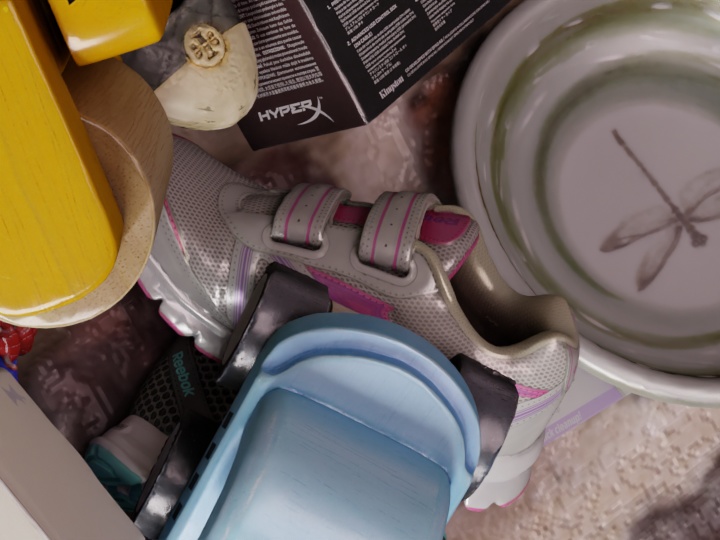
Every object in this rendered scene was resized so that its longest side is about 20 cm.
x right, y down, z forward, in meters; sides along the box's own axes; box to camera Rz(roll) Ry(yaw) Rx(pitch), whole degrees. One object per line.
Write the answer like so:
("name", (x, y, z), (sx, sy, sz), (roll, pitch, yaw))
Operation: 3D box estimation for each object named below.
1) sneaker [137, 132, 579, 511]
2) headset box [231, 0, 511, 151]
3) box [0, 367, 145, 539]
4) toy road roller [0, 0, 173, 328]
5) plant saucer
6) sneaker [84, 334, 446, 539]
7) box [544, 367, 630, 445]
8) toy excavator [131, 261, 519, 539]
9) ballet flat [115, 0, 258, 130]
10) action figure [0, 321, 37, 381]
("sneaker", (0.000, 0.000, 0.798), (0.199, 0.081, 0.088), (31, 120, -9))
("headset box", (-0.022, -0.170, 0.789), (0.149, 0.077, 0.201), (-43, 111, -35))
("box", (-0.170, 0.125, 0.678), (0.200, 0.068, 0.082), (-43, 84, 10))
("toy road roller", (-0.080, -0.098, 0.643), (0.145, 0.123, 0.201), (-18, 109, 5))
("plant saucer", (0.129, -0.031, 0.881), (0.199, 0.050, 0.201), (5, 64, -10))
("sneaker", (-0.004, 0.087, 0.834), (0.199, 0.077, 0.092), (33, 70, -20))
("box", (0.107, 0.029, 0.906), (0.199, 0.039, 0.042), (-28, 103, -22))
("toy excavator", (-0.031, 0.116, 0.688), (0.100, 0.200, 0.195), (27, 105, -7))
("ballet flat", (-0.100, -0.130, 0.718), (0.066, 0.057, 0.200), (-45, 104, -31))
("action figure", (-0.128, 0.079, 0.760), (0.065, 0.099, 0.201), (-18, 100, 3))
